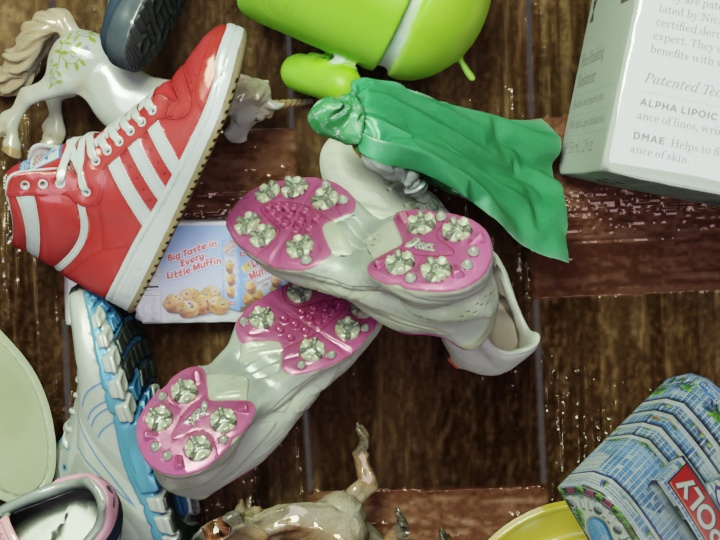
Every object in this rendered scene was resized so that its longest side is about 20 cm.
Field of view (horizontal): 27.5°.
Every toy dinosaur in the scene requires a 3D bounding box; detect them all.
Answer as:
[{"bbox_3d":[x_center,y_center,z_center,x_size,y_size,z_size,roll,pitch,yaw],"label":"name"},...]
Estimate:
[{"bbox_3d":[-0.017,0.202,1.014,0.135,0.086,0.200,-35,111,10],"label":"toy dinosaur"}]

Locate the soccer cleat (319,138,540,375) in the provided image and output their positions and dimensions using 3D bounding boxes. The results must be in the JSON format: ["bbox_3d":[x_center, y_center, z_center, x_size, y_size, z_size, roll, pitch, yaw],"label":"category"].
[{"bbox_3d":[0.050,-0.017,0.995,0.069,0.078,0.200,-42,99,-32],"label":"soccer cleat"}]

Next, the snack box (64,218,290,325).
[{"bbox_3d":[-0.104,0.000,1.020,0.200,0.024,0.072,-1,94,-3],"label":"snack box"}]

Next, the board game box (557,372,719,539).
[{"bbox_3d":[0.226,0.196,0.976,0.200,0.062,0.200,-36,96,-41],"label":"board game box"}]

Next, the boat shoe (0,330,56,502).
[{"bbox_3d":[-0.275,0.071,0.997,0.074,0.066,0.200,-37,95,-32],"label":"boat shoe"}]

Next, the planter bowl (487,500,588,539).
[{"bbox_3d":[0.163,0.265,1.021,0.200,0.083,0.201,0,93,-3],"label":"planter bowl"}]

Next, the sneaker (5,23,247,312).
[{"bbox_3d":[-0.152,-0.080,0.923,0.112,0.071,0.200,25,107,-7],"label":"sneaker"}]

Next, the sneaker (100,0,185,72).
[{"bbox_3d":[-0.148,-0.219,0.964,0.082,0.070,0.200,12,63,5],"label":"sneaker"}]

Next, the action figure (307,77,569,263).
[{"bbox_3d":[0.050,-0.076,0.959,0.200,0.118,0.055,19,138,-35],"label":"action figure"}]

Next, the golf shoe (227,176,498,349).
[{"bbox_3d":[0.000,0.000,0.941,0.200,0.092,0.075,19,59,35],"label":"golf shoe"}]

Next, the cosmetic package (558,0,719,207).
[{"bbox_3d":[0.239,-0.145,0.960,0.165,0.165,0.200,11,92,-3],"label":"cosmetic package"}]

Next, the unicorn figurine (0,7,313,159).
[{"bbox_3d":[-0.149,-0.103,0.984,0.200,0.074,0.137,32,106,-17],"label":"unicorn figurine"}]

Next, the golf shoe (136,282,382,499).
[{"bbox_3d":[-0.063,0.077,0.985,0.200,0.092,0.075,-36,63,-21],"label":"golf shoe"}]

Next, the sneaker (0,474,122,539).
[{"bbox_3d":[-0.239,0.183,0.906,0.200,0.082,0.070,-31,73,-24],"label":"sneaker"}]

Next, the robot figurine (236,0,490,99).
[{"bbox_3d":[-0.003,-0.198,0.967,0.200,0.116,0.176,22,90,-7],"label":"robot figurine"}]

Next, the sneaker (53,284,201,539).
[{"bbox_3d":[-0.177,0.107,0.995,0.086,0.075,0.200,-10,103,13],"label":"sneaker"}]
